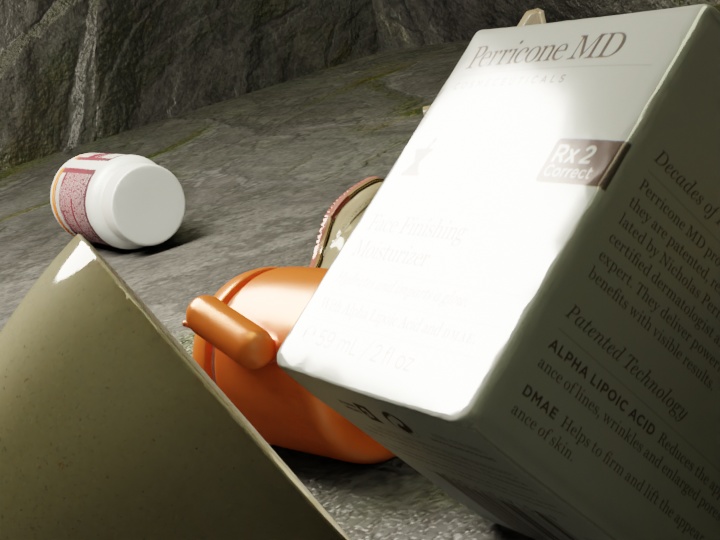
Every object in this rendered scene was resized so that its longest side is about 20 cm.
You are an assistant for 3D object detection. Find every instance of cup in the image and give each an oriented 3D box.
[{"bbox_3d":[-0.116,0.106,0.625,0.143,0.201,0.200,-42,19,-7],"label":"cup"}]

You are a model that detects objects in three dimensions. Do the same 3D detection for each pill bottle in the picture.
[{"bbox_3d":[-0.298,-0.086,1.662,0.114,0.115,0.200,-20,15,-28],"label":"pill bottle"}]

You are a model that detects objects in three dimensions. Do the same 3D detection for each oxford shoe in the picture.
[{"bbox_3d":[0.000,0.000,1.085,0.074,0.071,0.201,3,46,29],"label":"oxford shoe"}]

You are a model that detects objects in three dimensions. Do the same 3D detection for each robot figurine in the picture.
[{"bbox_3d":[-0.028,0.054,0.840,0.143,0.117,0.199,-23,17,-38],"label":"robot figurine"}]

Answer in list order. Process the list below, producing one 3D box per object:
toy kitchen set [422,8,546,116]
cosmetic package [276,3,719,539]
[{"bbox_3d":[0.169,-0.244,1.779,0.179,0.164,0.200,-11,13,5],"label":"toy kitchen set"},{"bbox_3d":[0.103,0.012,0.617,0.164,0.165,0.201,9,64,58],"label":"cosmetic package"}]
